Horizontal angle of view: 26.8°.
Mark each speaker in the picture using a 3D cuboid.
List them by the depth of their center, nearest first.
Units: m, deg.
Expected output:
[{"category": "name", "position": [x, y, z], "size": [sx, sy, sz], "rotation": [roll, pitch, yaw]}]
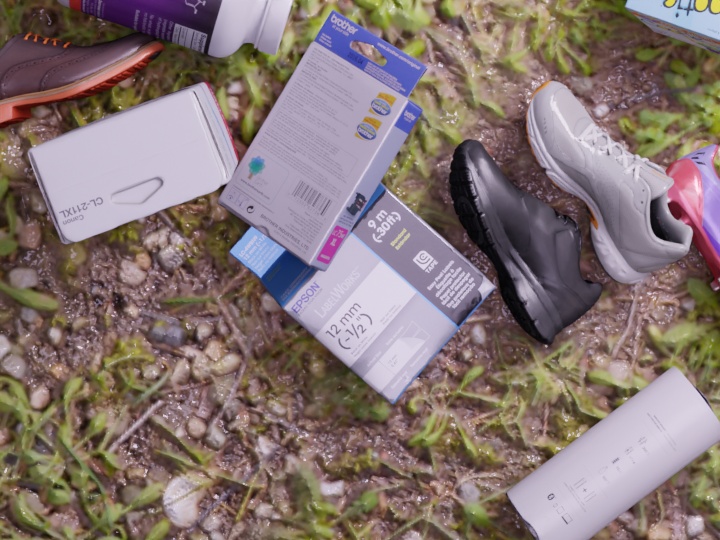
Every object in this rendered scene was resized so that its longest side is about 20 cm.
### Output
[{"category": "speaker", "position": [0.235, 0.177, 1.389], "size": [0.200, 0.081, 0.081], "rotation": [-38, 98, 3]}]

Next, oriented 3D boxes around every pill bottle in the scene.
[{"category": "pill bottle", "position": [-0.155, -0.253, 1.293], "size": [0.199, 0.112, 0.113], "rotation": [17, 97, -5]}]

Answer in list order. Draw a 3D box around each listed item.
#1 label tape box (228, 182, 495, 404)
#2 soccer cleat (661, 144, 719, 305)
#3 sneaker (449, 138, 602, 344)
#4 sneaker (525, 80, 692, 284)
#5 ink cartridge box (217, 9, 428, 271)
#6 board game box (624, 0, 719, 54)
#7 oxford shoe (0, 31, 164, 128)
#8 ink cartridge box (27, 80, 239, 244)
[{"category": "label tape box", "position": [0.000, 0.000, 1.361], "size": [0.200, 0.066, 0.143], "rotation": [41, 94, -9]}, {"category": "soccer cleat", "position": [0.344, -0.019, 1.377], "size": [0.076, 0.067, 0.200], "rotation": [-36, 96, -2]}, {"category": "sneaker", "position": [0.149, -0.036, 1.367], "size": [0.090, 0.076, 0.201], "rotation": [-31, 105, -8]}, {"category": "sneaker", "position": [0.227, -0.088, 1.335], "size": [0.076, 0.092, 0.201], "rotation": [-43, 103, -39]}, {"category": "ink cartridge box", "position": [-0.028, -0.114, 1.328], "size": [0.119, 0.042, 0.201], "rotation": [34, 98, 29]}, {"category": "board game box", "position": [0.323, -0.294, 1.299], "size": [0.104, 0.103, 0.201], "rotation": [25, 97, 24]}, {"category": "oxford shoe", "position": [-0.271, -0.180, 1.320], "size": [0.199, 0.071, 0.073], "rotation": [-19, 94, 0]}, {"category": "ink cartridge box", "position": [-0.184, -0.096, 1.269], "size": [0.145, 0.200, 0.083], "rotation": [-20, 99, 0]}]
